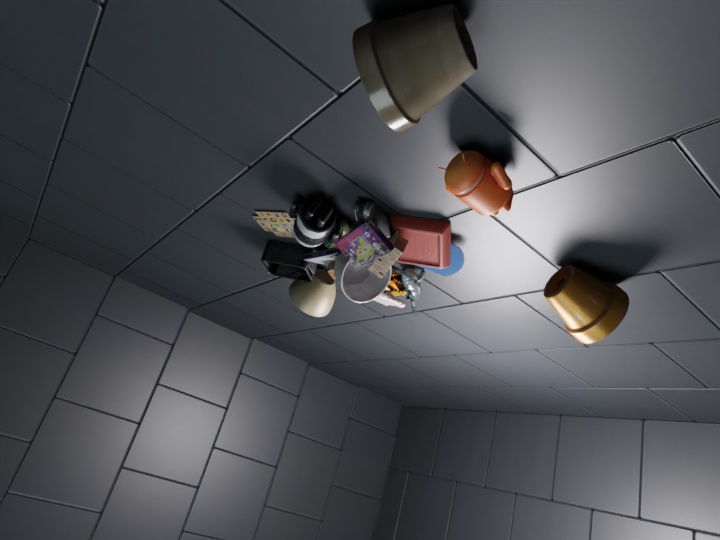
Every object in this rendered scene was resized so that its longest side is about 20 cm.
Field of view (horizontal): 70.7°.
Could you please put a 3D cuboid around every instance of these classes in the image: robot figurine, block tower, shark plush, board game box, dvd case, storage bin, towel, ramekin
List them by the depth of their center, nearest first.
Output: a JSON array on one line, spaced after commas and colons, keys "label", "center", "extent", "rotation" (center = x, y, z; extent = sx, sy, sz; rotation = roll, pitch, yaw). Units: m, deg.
[{"label": "robot figurine", "center": [0.284, -0.211, 1.220], "extent": [0.199, 0.117, 0.144], "rotation": [29, -167, -27]}, {"label": "board game box", "center": [0.009, -0.079, 1.595], "extent": [0.120, 0.032, 0.200], "rotation": [51, 145, -7]}, {"label": "block tower", "center": [0.088, -0.046, 1.630], "extent": [0.058, 0.054, 0.200], "rotation": [34, 147, 0]}, {"label": "robot figurine", "center": [-0.148, -0.155, 1.631], "extent": [0.124, 0.152, 0.200], "rotation": [-15, 166, -22]}, {"label": "board game box", "center": [0.245, -0.063, 1.661], "extent": [0.198, 0.039, 0.159], "rotation": [21, 142, 2]}, {"label": "ramekin", "center": [0.000, 0.000, 1.783], "extent": [0.200, 0.201, 0.105], "rotation": [35, -176, -36]}, {"label": "shark plush", "center": [0.179, 0.078, 1.883], "extent": [0.090, 0.083, 0.202], "rotation": [15, 124, 21]}, {"label": "dvd case", "center": [-0.095, -0.048, 1.896], "extent": [0.149, 0.025, 0.199], "rotation": [13, 166, -43]}, {"label": "robot figurine", "center": [0.107, 0.037, 1.957], "extent": [0.199, 0.059, 0.144], "rotation": [34, 152, -33]}, {"label": "storage bin", "center": [-0.280, -0.036, 2.018], "extent": [0.198, 0.095, 0.136], "rotation": [11, 156, 15]}, {"label": "towel", "center": [0.066, 0.105, 2.114], "extent": [0.198, 0.033, 0.191], "rotation": [24, 170, -17]}]

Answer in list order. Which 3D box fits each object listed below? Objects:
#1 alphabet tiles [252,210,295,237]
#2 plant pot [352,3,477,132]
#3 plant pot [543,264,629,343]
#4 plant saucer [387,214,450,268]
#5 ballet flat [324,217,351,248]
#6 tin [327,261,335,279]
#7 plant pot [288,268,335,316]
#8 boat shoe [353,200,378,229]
[{"label": "alphabet tiles", "center": [-0.287, -0.167, 1.843], "extent": [0.198, 0.006, 0.167], "rotation": [6, 154, 25]}, {"label": "plant pot", "center": [0.108, -0.378, 0.911], "extent": [0.172, 0.202, 0.200], "rotation": [-18, 142, 29]}, {"label": "plant pot", "center": [0.668, 0.087, 1.545], "extent": [0.183, 0.201, 0.200], "rotation": [37, 154, -8]}, {"label": "plant saucer", "center": [0.184, -0.082, 1.607], "extent": [0.198, 0.037, 0.201], "rotation": [10, 140, 18]}, {"label": "ballet flat", "center": [-0.067, -0.127, 1.720], "extent": [0.070, 0.071, 0.200], "rotation": [22, 155, -13]}, {"label": "tin", "center": [-0.062, 0.004, 1.977], "extent": [0.111, 0.042, 0.200], "rotation": [6, 167, 8]}, {"label": "plant pot", "center": [-0.180, 0.073, 2.108], "extent": [0.199, 0.201, 0.135], "rotation": [26, 121, -19]}, {"label": "boat shoe", "center": [0.012, -0.145, 1.603], "extent": [0.067, 0.074, 0.200], "rotation": [17, 155, 17]}]
